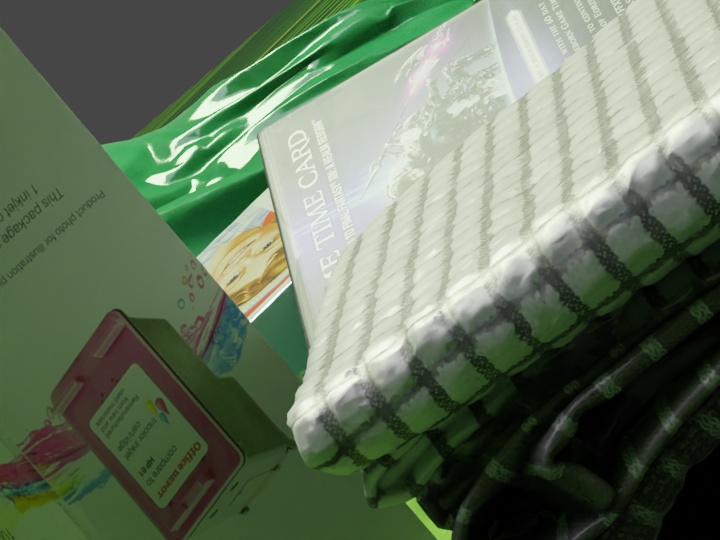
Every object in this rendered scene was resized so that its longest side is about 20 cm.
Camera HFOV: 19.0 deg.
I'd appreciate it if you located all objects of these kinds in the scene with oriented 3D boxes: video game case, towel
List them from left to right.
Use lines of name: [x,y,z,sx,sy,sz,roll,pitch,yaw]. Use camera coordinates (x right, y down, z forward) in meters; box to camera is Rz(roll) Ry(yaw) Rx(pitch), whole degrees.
video game case: [0.062,-0.052,0.709,0.200,0.019,0.143,-30,36,11]
towel: [0.076,-0.006,0.547,0.165,0.086,0.200,-39,9,11]

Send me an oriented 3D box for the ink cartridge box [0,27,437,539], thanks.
ink cartridge box: [-0.091,0.052,0.603,0.085,0.200,0.144,-45,11,-35]

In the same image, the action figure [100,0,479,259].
action figure: [-0.010,-0.066,0.900,0.200,0.055,0.118,-31,42,-6]

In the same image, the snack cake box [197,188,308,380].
snack cake box: [-0.019,0.017,0.796,0.200,0.067,0.115,-44,20,-9]
